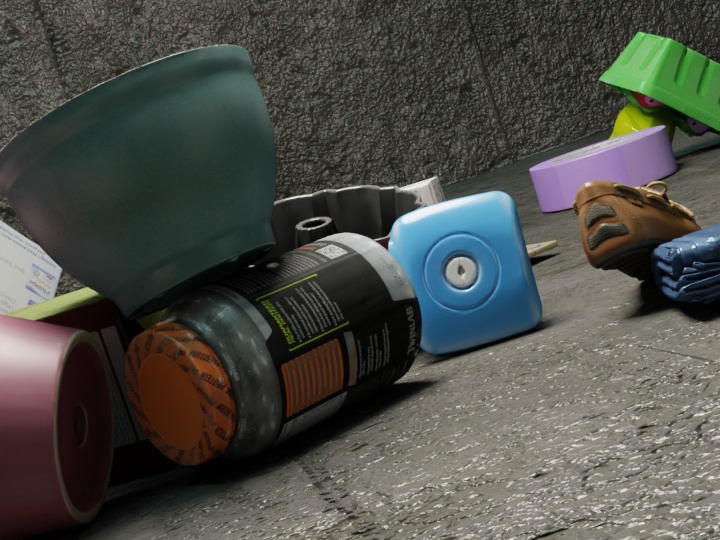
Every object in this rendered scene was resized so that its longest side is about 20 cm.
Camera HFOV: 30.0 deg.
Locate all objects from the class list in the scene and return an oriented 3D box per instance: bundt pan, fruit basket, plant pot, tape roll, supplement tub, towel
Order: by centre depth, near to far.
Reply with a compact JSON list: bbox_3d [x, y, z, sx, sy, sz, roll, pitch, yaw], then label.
[{"bbox_3d":[-0.267,0.106,0.896,0.177,0.202,0.200,-3,8,7],"label":"plant pot"},{"bbox_3d":[0.303,-0.024,0.925,0.199,0.049,0.112,-19,1,4],"label":"towel"},{"bbox_3d":[-0.139,-0.050,0.945,0.199,0.135,0.200,-27,-3,-1],"label":"plant pot"},{"bbox_3d":[-0.060,0.056,0.956,0.199,0.123,0.122,-22,7,-42],"label":"supplement tub"},{"bbox_3d":[-0.034,-0.007,1.181,0.200,0.076,0.202,-10,20,4],"label":"bundt pan"},{"bbox_3d":[0.343,-0.143,1.901,0.199,0.066,0.200,-18,5,1],"label":"tape roll"},{"bbox_3d":[0.448,-0.230,2.003,0.214,0.217,0.155,-20,22,-15],"label":"fruit basket"}]

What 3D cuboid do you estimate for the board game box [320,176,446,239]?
[{"bbox_3d":[0.000,0.000,1.287,0.199,0.127,0.035,-16,6,22],"label":"board game box"}]

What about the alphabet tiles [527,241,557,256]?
[{"bbox_3d":[0.089,0.009,1.451,0.199,0.008,0.167,-22,7,-32],"label":"alphabet tiles"}]

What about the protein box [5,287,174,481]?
[{"bbox_3d":[-0.227,0.091,1.092,0.199,0.136,0.199,-17,6,15],"label":"protein box"}]

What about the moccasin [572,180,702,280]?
[{"bbox_3d":[0.215,-0.036,1.051,0.073,0.078,0.201,-28,-17,31],"label":"moccasin"}]

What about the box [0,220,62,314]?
[{"bbox_3d":[-0.391,0.077,1.270,0.183,0.105,0.201,-31,37,36],"label":"box"}]

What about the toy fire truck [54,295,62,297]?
[{"bbox_3d":[-0.240,0.078,1.398,0.174,0.130,0.200,-1,-15,7],"label":"toy fire truck"}]

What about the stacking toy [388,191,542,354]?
[{"bbox_3d":[0.091,0.008,1.140,0.109,0.117,0.200,-15,-6,7],"label":"stacking toy"}]
